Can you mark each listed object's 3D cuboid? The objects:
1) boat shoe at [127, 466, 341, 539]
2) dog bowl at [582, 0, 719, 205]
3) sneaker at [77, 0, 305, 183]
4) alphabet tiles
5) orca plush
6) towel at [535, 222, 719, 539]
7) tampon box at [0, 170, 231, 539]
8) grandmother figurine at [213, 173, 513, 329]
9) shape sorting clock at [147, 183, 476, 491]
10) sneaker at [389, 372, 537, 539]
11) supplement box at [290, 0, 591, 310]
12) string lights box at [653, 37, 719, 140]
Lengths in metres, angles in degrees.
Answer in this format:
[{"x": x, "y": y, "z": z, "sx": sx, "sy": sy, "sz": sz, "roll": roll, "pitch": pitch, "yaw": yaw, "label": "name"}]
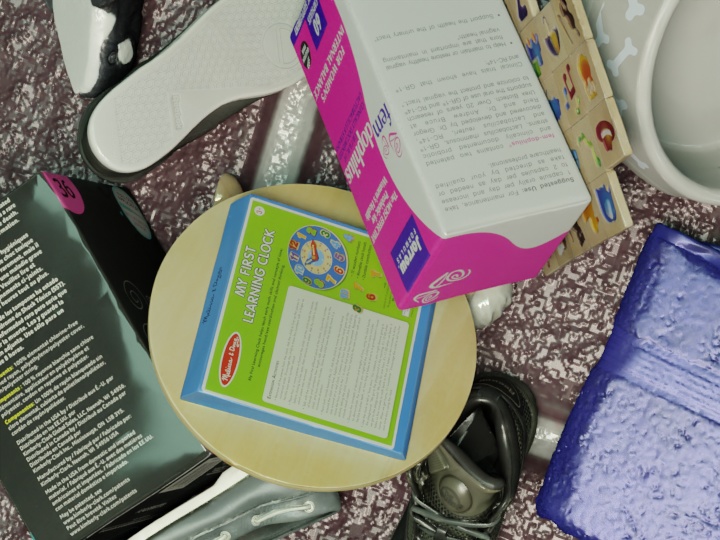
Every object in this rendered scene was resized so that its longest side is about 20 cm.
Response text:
[{"x": -0.100, "y": 0.180, "z": 1.222, "sx": 0.199, "sy": 0.073, "sz": 0.062, "roll": -36, "pitch": 77, "yaw": 3, "label": "boat shoe"}, {"x": 0.218, "y": -0.129, "z": 1.108, "sx": 0.201, "sy": 0.199, "sz": 0.059, "roll": -54, "pitch": 37, "yaw": 5, "label": "dog bowl"}, {"x": -0.105, "y": -0.124, "z": 1.238, "sx": 0.199, "sy": 0.099, "sz": 0.071, "roll": -36, "pitch": 100, "yaw": -23, "label": "sneaker"}, {"x": 0.112, "y": -0.093, "z": 1.129, "sx": 0.007, "sy": 0.200, "sz": 0.169, "roll": -16, "pitch": 84, "yaw": -13, "label": "alphabet tiles"}, {"x": -0.167, "y": -0.218, "z": 1.270, "sx": 0.105, "sy": 0.071, "sz": 0.202, "roll": -28, "pitch": 73, "yaw": 54, "label": "orca plush"}, {"x": 0.208, "y": 0.089, "z": 1.175, "sx": 0.147, "sy": 0.050, "sz": 0.202, "roll": 25, "pitch": 91, "yaw": 15, "label": "towel"}, {"x": -0.170, "y": 0.058, "z": 1.201, "sx": 0.126, "sy": 0.150, "sz": 0.201, "roll": -33, "pitch": 82, "yaw": 10, "label": "tampon box"}, {"x": 0.000, "y": 0.000, "z": 1.216, "sx": 0.198, "sy": 0.061, "sz": 0.123, "roll": 11, "pitch": 99, "yaw": 15, "label": "grandmother figurine"}, {"x": -0.028, "y": 0.038, "z": 1.137, "sx": 0.198, "sy": 0.039, "sz": 0.202, "roll": 8, "pitch": 61, "yaw": -14, "label": "shape sorting clock"}, {"x": 0.050, "y": 0.161, "z": 1.171, "sx": 0.076, "sy": 0.114, "sz": 0.201, "roll": 22, "pitch": 94, "yaw": 14, "label": "sneaker"}, {"x": 0.044, "y": -0.094, "z": 1.148, "sx": 0.102, "sy": 0.101, "sz": 0.202, "roll": -14, "pitch": 67, "yaw": -22, "label": "supplement box"}, {"x": 0.217, "y": -0.193, "z": 1.150, "sx": 0.201, "sy": 0.102, "sz": 0.059, "roll": -54, "pitch": 36, "yaw": 6, "label": "string lights box"}]
